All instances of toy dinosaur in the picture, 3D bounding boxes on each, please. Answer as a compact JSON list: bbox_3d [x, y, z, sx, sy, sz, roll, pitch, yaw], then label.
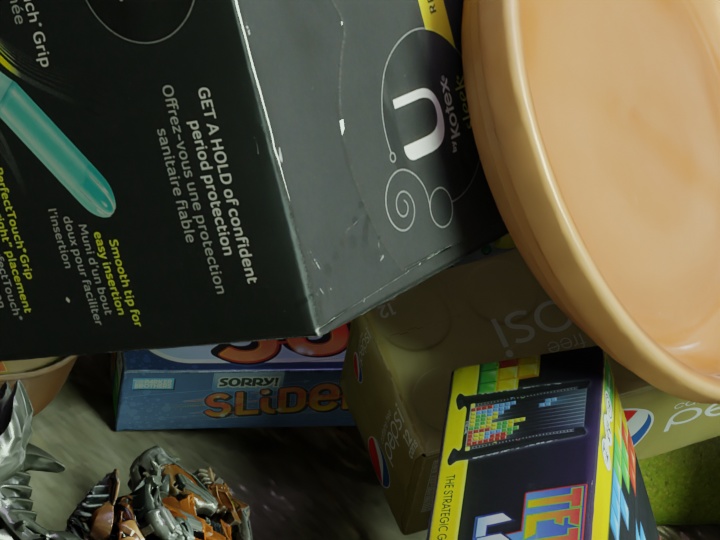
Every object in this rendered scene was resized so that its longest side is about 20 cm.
[{"bbox_3d":[-0.085,0.113,0.785,0.136,0.102,0.200,39,10,-14],"label":"toy dinosaur"}]

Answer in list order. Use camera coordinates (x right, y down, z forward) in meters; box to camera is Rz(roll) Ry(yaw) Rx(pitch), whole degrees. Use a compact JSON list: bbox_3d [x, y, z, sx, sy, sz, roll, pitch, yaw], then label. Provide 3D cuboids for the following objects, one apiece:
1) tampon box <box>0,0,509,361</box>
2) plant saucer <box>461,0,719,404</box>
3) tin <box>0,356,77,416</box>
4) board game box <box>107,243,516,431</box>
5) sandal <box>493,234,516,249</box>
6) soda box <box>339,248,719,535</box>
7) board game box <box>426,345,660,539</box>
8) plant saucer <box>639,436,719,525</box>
[{"bbox_3d":[-0.073,-0.060,0.813,0.126,0.200,0.150,-29,108,-51],"label":"tampon box"},{"bbox_3d":[0.093,-0.052,0.829,0.200,0.037,0.201,25,58,-47],"label":"plant saucer"},{"bbox_3d":[-0.185,0.013,0.882,0.200,0.042,0.112,-4,42,-39],"label":"tin"},{"bbox_3d":[0.000,0.000,0.978,0.200,0.034,0.136,-1,46,-13],"label":"board game box"},{"bbox_3d":[0.031,-0.071,0.932,0.200,0.087,0.080,22,32,-40],"label":"sandal"},{"bbox_3d":[0.097,0.024,0.901,0.200,0.064,0.068,-16,62,-16],"label":"soda box"},{"bbox_3d":[0.065,0.149,0.778,0.057,0.166,0.200,-11,33,16],"label":"board game box"},{"bbox_3d":[0.097,0.017,1.067,0.200,0.048,0.200,3,42,-33],"label":"plant saucer"}]
